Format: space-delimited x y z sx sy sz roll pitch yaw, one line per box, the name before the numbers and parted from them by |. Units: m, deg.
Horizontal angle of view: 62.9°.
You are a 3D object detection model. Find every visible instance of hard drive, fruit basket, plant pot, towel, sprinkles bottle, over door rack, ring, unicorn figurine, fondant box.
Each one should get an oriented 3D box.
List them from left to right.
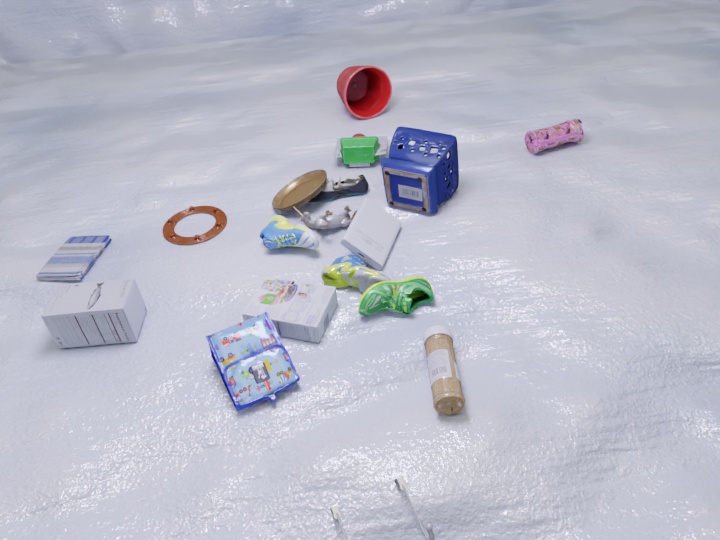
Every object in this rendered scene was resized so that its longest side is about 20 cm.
towel | -0.836 -0.038 1.727 0.146 0.024 0.201 -1 38 9
ring | -0.512 -0.146 1.819 0.199 0.019 0.201 -4 40 3
fondant box | -0.172 0.094 1.464 0.198 0.059 0.145 9 42 16
plant pot | -0.186 -0.248 1.845 0.199 0.028 0.201 -24 30 15
unicorn figurine | -0.092 -0.150 1.722 0.198 0.075 0.137 8 -8 -16
plant pot | 0.000 -0.712 2.307 0.199 0.202 0.177 -18 32 -14
fruit basket | 0.002 -0.429 2.056 0.184 0.094 0.200 -2 25 4
hard drive | 0.033 -0.106 1.647 0.131 0.026 0.201 35 44 -9
over door rack | 0.045 0.454 1.006 0.147 0.067 0.200 -18 42 -15
plant pot | 0.174 -0.292 1.777 0.199 0.201 0.180 15 51 23
sprinkles bottle | 0.178 0.212 1.274 0.068 0.069 0.201 -4 40 2

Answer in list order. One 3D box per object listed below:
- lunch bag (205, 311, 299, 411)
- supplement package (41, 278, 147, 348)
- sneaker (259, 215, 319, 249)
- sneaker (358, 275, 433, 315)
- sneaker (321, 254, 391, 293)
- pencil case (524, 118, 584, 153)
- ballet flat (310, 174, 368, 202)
lunch bag | -0.237 0.217 1.322 0.150 0.094 0.200 -22 55 -20
supplement package | -0.654 0.106 1.461 0.198 0.118 0.117 -5 39 0
sneaker | -0.209 -0.085 1.668 0.199 0.076 0.105 24 59 41
sneaker | 0.089 0.068 1.449 0.199 0.075 0.084 -17 37 -13
sneaker | 0.000 0.000 1.540 0.198 0.076 0.105 11 42 20
pencil case | 0.655 -0.453 1.993 0.198 0.087 0.083 -16 71 -12
ballet flat | -0.073 -0.268 1.871 0.198 0.073 0.073 -11 40 -5
